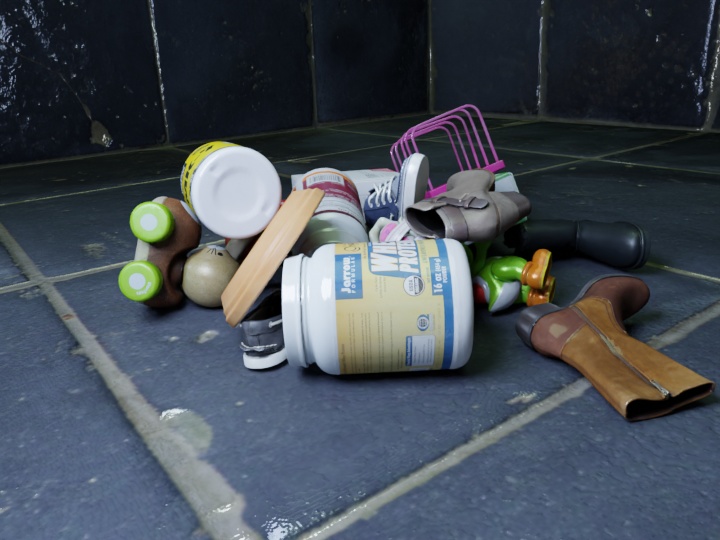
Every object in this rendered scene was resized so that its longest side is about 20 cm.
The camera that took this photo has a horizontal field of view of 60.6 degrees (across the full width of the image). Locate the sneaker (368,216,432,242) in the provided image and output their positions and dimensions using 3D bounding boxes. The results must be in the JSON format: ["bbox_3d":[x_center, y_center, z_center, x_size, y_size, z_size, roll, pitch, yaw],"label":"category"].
[{"bbox_3d":[0.066,-0.022,0.837,0.082,0.088,0.200,-51,27,-8],"label":"sneaker"}]

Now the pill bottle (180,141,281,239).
[{"bbox_3d":[-0.185,-0.116,0.842,0.113,0.116,0.200,-10,17,-20],"label":"pill bottle"}]

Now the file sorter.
[{"bbox_3d":[0.143,-0.205,1.110,0.138,0.127,0.200,-23,5,-7],"label":"file sorter"}]

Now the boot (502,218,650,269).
[{"bbox_3d":[0.336,-0.044,0.988,0.166,0.077,0.200,-3,12,-11],"label":"boot"}]

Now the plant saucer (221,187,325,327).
[{"bbox_3d":[-0.113,-0.023,0.761,0.037,0.201,0.200,34,18,-8],"label":"plant saucer"}]

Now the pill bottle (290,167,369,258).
[{"bbox_3d":[-0.047,-0.057,0.914,0.113,0.115,0.201,-4,37,-4],"label":"pill bottle"}]

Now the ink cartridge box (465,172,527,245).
[{"bbox_3d":[0.177,-0.098,1.043,0.145,0.084,0.200,-23,6,2],"label":"ink cartridge box"}]

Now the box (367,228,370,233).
[{"bbox_3d":[-0.020,-0.068,1.155,0.197,0.050,0.161,-1,15,6],"label":"box"}]

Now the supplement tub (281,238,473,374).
[{"bbox_3d":[0.018,0.041,0.690,0.197,0.146,0.145,-3,19,0],"label":"supplement tub"}]

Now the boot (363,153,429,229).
[{"bbox_3d":[0.046,-0.105,0.901,0.089,0.201,0.073,18,63,12],"label":"boot"}]

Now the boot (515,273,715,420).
[{"bbox_3d":[0.300,0.073,0.677,0.186,0.069,0.200,-9,21,-19],"label":"boot"}]

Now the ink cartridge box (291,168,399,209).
[{"bbox_3d":[-0.023,-0.140,1.163,0.197,0.084,0.147,-6,17,-11],"label":"ink cartridge box"}]

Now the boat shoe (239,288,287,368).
[{"bbox_3d":[-0.101,0.056,0.792,0.073,0.061,0.200,-2,18,17],"label":"boat shoe"}]

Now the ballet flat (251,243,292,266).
[{"bbox_3d":[-0.117,-0.037,0.992,0.066,0.058,0.200,-9,-3,21],"label":"ballet flat"}]

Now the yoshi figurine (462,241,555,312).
[{"bbox_3d":[0.175,-0.005,0.880,0.198,0.114,0.112,5,4,28],"label":"yoshi figurine"}]

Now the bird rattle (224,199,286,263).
[{"bbox_3d":[-0.176,-0.064,1.032,0.112,0.164,0.200,35,7,-12],"label":"bird rattle"}]

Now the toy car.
[{"bbox_3d":[-0.222,-0.012,0.900,0.197,0.160,0.164,12,2,-5],"label":"toy car"}]

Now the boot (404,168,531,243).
[{"bbox_3d":[0.124,-0.087,0.829,0.145,0.071,0.200,-15,20,-22],"label":"boot"}]
